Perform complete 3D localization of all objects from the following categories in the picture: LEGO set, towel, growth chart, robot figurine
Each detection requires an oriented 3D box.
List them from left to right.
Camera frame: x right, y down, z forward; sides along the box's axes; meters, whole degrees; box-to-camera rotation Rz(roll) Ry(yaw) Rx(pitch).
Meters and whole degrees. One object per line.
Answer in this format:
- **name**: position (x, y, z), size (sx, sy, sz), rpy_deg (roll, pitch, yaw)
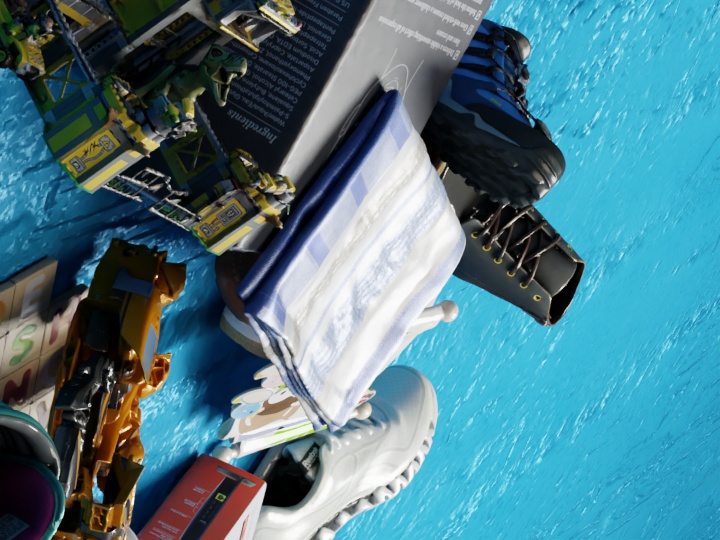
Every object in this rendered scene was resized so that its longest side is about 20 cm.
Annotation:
- **robot figurine**: position (-0.137, 0.084, 1.367), size (0.200, 0.058, 0.145), rpy_deg (-81, -177, -47)
- **LEGO set**: position (-0.078, -0.103, 1.220), size (0.116, 0.154, 0.200), rpy_deg (-34, 150, 13)
- **growth chart**: position (-0.023, 0.071, 1.633), size (0.144, 0.018, 0.200), rpy_deg (-18, 164, -28)
- **towel**: position (0.000, 0.000, 1.416), size (0.147, 0.024, 0.200), rpy_deg (-54, 158, -12)

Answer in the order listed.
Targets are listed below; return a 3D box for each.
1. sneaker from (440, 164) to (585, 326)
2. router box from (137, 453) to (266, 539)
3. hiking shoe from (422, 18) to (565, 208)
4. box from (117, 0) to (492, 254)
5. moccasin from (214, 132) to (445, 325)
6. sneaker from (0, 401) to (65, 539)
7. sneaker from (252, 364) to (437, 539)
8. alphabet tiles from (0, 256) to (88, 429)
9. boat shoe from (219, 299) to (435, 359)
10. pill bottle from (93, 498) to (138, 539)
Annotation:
- **sneaker**: position (0.095, -0.037, 1.741), size (0.075, 0.106, 0.200), rpy_deg (-53, 158, -12)
- **router box**: position (-0.134, 0.244, 1.647), size (0.180, 0.049, 0.200), rpy_deg (-52, 162, -54)
- **hiking shoe**: position (0.066, -0.106, 1.483), size (0.087, 0.200, 0.074), rpy_deg (-40, 128, -7)
- **box**: position (-0.029, -0.114, 1.376), size (0.200, 0.107, 0.148), rpy_deg (-61, 159, 6)
- **moccasin**: position (-0.013, -0.033, 1.534), size (0.078, 0.074, 0.201), rpy_deg (-18, -168, 45)
- **sneaker**: position (-0.199, 0.111, 1.271), size (0.084, 0.121, 0.200), rpy_deg (-47, 156, -26)
- **sneaker**: position (-0.018, 0.129, 1.777), size (0.200, 0.075, 0.081), rpy_deg (-46, 146, -30)
- **alphabet tiles**: position (-0.216, 0.084, 1.372), size (0.200, 0.008, 0.167), rpy_deg (-33, 147, -46)
- **boat shoe**: position (-0.005, 0.002, 1.627), size (0.200, 0.071, 0.069), rpy_deg (-20, 138, -55)
- **pill bottle**: position (-0.208, 0.205, 1.407), size (0.200, 0.113, 0.113), rpy_deg (-33, 147, -46)
